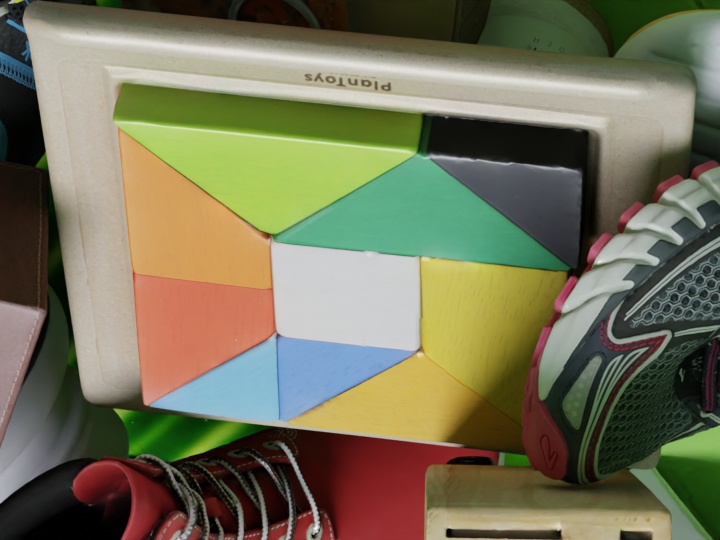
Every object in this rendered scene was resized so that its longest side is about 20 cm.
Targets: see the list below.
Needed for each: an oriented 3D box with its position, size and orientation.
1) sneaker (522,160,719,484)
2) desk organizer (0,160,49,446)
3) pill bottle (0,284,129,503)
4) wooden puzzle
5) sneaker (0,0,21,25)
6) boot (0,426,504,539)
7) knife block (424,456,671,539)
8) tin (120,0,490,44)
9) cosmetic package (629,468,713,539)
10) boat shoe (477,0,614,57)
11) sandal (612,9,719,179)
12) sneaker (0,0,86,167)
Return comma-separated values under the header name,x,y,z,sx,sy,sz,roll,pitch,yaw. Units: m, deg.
name,x,y,z,sx,sy,sz,roll,pitch,yaw
sneaker,0.132,0.006,0.798,0.075,0.200,0.081,51,156,32
desk organizer,-0.157,0.054,0.887,0.077,0.072,0.200,12,128,-15
pill bottle,-0.169,0.018,0.973,0.111,0.112,0.200,-16,130,33
wooden puzzle,0.000,0.000,0.840,0.185,0.037,0.200,6,145,7
sneaker,-0.128,-0.100,0.787,0.200,0.077,0.085,-31,91,17
boot,-0.036,0.078,0.944,0.200,0.072,0.144,-26,161,-15
knife block,0.049,0.081,0.840,0.064,0.176,0.200,0,135,1
tin,-0.012,-0.120,0.792,0.112,0.042,0.200,25,136,18
cosmetic package,0.136,0.174,1.045,0.071,0.101,0.200,-35,128,0
boat shoe,-0.008,-0.025,0.902,0.071,0.069,0.200,38,136,-23
sandal,0.100,-0.023,0.875,0.079,0.059,0.207,-3,144,-2
sneaker,-0.125,-0.096,0.850,0.073,0.082,0.200,3,137,18
